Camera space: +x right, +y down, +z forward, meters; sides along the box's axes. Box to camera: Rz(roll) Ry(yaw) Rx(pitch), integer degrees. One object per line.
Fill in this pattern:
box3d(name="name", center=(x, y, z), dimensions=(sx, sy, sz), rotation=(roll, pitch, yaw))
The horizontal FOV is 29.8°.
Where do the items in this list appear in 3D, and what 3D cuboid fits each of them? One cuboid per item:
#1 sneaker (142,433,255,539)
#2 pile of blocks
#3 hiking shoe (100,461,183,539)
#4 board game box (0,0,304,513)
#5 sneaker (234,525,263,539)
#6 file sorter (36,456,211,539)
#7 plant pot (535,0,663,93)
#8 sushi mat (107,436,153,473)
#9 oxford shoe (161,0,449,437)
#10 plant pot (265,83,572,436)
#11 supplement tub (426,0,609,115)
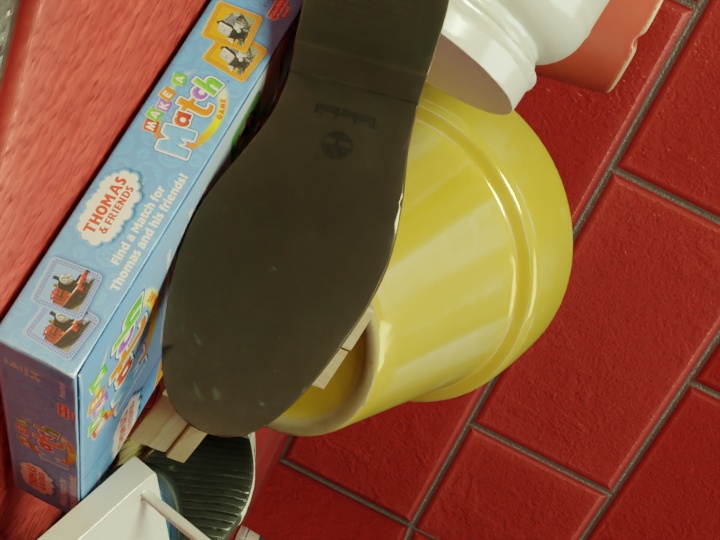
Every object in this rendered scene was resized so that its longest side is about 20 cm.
box3d(name="sneaker", center=(-0.099, 0.137, 0.838), dimensions=(0.200, 0.073, 0.089), rotation=(-75, 173, -59))
box3d(name="pile of blocks", center=(-0.070, 0.029, 0.666), dimensions=(0.200, 0.062, 0.083), rotation=(-31, -138, 50))
box3d(name="hiking shoe", center=(-0.136, 0.161, 0.668), dimensions=(0.087, 0.074, 0.200), rotation=(-65, 178, 41))
box3d(name="board game box", center=(-0.077, -0.016, 0.544), dimensions=(0.152, 0.036, 0.201), rotation=(111, 4, -61))
box3d(name="sneaker", center=(-0.281, 0.683, 3.156), dimensions=(0.201, 0.070, 0.073), rotation=(-66, 177, 37))
box3d(name="file sorter", center=(-0.091, 0.210, 0.564), dimensions=(0.139, 0.124, 0.201), rotation=(-41, 149, -31))
box3d(name="plant pot", center=(0.105, -0.210, 0.831), dimensions=(0.202, 0.176, 0.200), rotation=(-63, 177, -5))
box3d(name="sushi mat", center=(-0.154, 0.144, 0.857), dimensions=(0.096, 0.012, 0.200), rotation=(-64, 178, 0))
box3d(name="oxford shoe", center=(-0.015, -0.031, 0.513), dimensions=(0.071, 0.071, 0.201), rotation=(106, 7, -82))
box3d(name="plant pot", center=(0.000, 0.000, 0.797), dimensions=(0.189, 0.200, 0.202), rotation=(-33, 154, -52))
box3d(name="supplement tub", center=(0.078, -0.194, 0.669), dimensions=(0.201, 0.144, 0.144), rotation=(-56, 177, -3))
